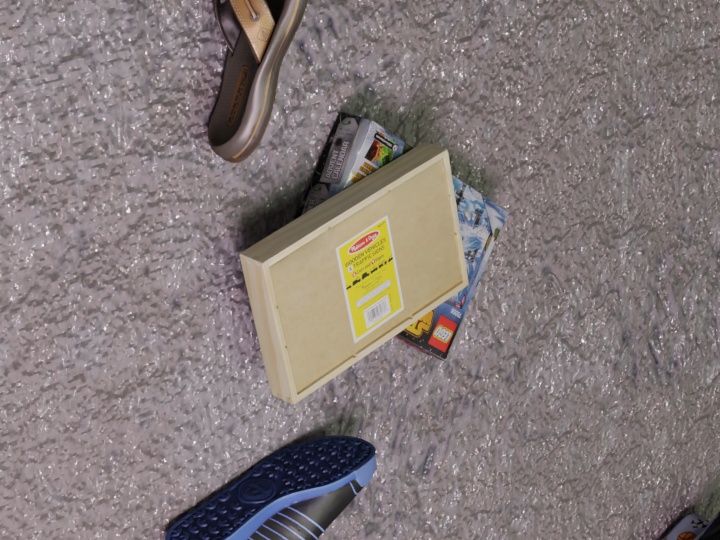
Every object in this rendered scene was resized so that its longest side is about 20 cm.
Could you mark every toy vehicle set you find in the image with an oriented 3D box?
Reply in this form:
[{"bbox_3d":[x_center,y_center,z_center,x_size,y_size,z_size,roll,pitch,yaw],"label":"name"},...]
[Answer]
[{"bbox_3d":[0.000,0.000,1.472,0.199,0.026,0.125,-32,126,-34],"label":"toy vehicle set"}]

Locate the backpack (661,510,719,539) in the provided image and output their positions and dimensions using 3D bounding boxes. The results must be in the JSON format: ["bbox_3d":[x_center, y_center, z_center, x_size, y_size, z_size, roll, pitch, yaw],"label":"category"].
[{"bbox_3d":[0.364,0.357,1.962,0.199,0.153,0.192,-38,121,-23],"label":"backpack"}]

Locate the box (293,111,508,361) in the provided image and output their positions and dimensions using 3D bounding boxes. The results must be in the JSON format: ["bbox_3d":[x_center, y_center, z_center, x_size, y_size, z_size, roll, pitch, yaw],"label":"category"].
[{"bbox_3d":[0.027,-0.024,1.541,0.199,0.040,0.138,30,81,-48],"label":"box"}]

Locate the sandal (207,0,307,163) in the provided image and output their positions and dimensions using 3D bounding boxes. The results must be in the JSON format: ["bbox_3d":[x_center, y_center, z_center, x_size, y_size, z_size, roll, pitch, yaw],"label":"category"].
[{"bbox_3d":[-0.081,-0.178,1.358,0.054,0.082,0.202,13,103,-26],"label":"sandal"}]

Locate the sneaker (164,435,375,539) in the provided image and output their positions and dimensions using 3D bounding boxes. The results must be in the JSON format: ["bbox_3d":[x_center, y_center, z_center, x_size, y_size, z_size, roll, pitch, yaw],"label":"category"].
[{"bbox_3d":[-0.067,0.202,1.509,0.199,0.070,0.079,-26,126,-30],"label":"sneaker"}]
